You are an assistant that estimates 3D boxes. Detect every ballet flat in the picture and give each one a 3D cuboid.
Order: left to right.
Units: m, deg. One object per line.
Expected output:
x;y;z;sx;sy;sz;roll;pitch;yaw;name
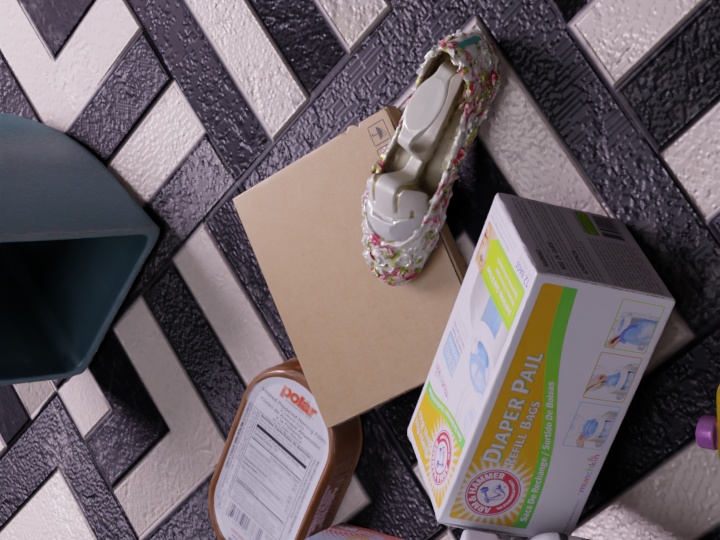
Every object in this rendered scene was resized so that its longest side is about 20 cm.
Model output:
0.039;-0.081;1.126;0.075;0.064;0.202;28;108;25;ballet flat

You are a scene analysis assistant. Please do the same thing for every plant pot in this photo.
-0.334;-0.035;1.391;0.201;0.195;0.197;54;128;27;plant pot

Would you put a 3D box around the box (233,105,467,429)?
0.000;0.000;1.204;0.162;0.021;0.202;-27;82;29;box

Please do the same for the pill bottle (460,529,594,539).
0.156;0.237;1.027;0.197;0.117;0.118;10;109;2;pill bottle

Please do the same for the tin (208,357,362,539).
-0.065;0.167;1.302;0.112;0.042;0.202;35;119;24;tin

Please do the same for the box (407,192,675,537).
0.116;0.069;1.059;0.113;0.100;0.202;-109;34;-58;box

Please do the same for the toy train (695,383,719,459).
0.297;0.098;0.976;0.150;0.055;0.202;35;123;28;toy train

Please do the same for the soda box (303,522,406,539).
0.042;0.254;1.208;0.198;0.068;0.064;8;104;37;soda box
